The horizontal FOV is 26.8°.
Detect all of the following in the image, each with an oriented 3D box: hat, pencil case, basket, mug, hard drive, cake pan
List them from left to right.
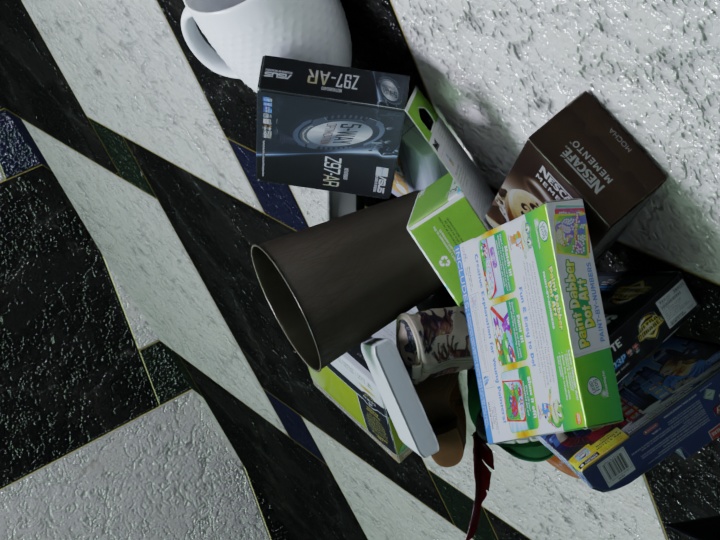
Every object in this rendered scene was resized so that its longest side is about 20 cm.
[{"bbox_3d":[-0.109,-0.266,1.663,0.198,0.149,0.176,-5,139,32],"label":"mug"},{"bbox_3d":[-0.016,-0.046,1.895,0.200,0.036,0.203,-2,-90,-86],"label":"cake pan"},{"bbox_3d":[0.000,0.000,1.719,0.181,0.198,0.137,50,159,44],"label":"basket"},{"bbox_3d":[0.042,0.141,1.722,0.200,0.026,0.133,153,93,-86],"label":"hard drive"},{"bbox_3d":[0.131,0.078,1.701,0.090,0.197,0.079,-128,38,-50],"label":"pencil case"},{"bbox_3d":[0.137,0.169,1.760,0.200,0.175,0.167,40,129,35],"label":"hat"}]

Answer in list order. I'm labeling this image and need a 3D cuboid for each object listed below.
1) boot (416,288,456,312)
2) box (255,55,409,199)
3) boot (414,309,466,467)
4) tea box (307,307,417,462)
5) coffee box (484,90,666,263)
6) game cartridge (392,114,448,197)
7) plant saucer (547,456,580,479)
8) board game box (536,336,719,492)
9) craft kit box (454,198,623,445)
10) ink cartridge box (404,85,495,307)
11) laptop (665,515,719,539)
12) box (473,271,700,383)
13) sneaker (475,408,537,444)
[{"bbox_3d":[0.089,0.007,1.848,0.159,0.079,0.211,57,161,-18],"label":"boot"},{"bbox_3d":[-0.034,-0.153,1.649,0.158,0.044,0.201,8,155,-1],"label":"box"},{"bbox_3d":[0.093,0.126,1.857,0.155,0.076,0.202,-85,-21,-74],"label":"boot"},{"bbox_3d":[0.023,0.127,2.148,0.200,0.133,0.198,39,158,32],"label":"tea box"},{"bbox_3d":[0.200,-0.068,1.443,0.113,0.080,0.200,49,162,11],"label":"coffee box"},{"bbox_3d":[0.031,-0.148,1.770,0.199,0.041,0.134,37,161,38],"label":"game cartridge"},{"bbox_3d":[0.232,0.172,1.891,0.200,0.037,0.201,46,161,20],"label":"plant saucer"},{"bbox_3d":[0.276,0.134,1.534,0.062,0.199,0.200,57,175,-18],"label":"board game box"},{"bbox_3d":[0.160,0.053,1.405,0.197,0.048,0.203,153,109,-69],"label":"craft kit box"},{"bbox_3d":[0.084,-0.083,1.599,0.201,0.075,0.148,54,-164,-10],"label":"ink cartridge box"},{"bbox_3d":[0.445,0.321,1.538,0.201,0.116,0.187,59,161,-23],"label":"laptop"},{"bbox_3d":[0.223,0.065,1.514,0.046,0.158,0.200,56,162,-13],"label":"box"},{"bbox_3d":[0.237,0.177,1.700,0.116,0.198,0.076,53,-152,-40],"label":"sneaker"}]
